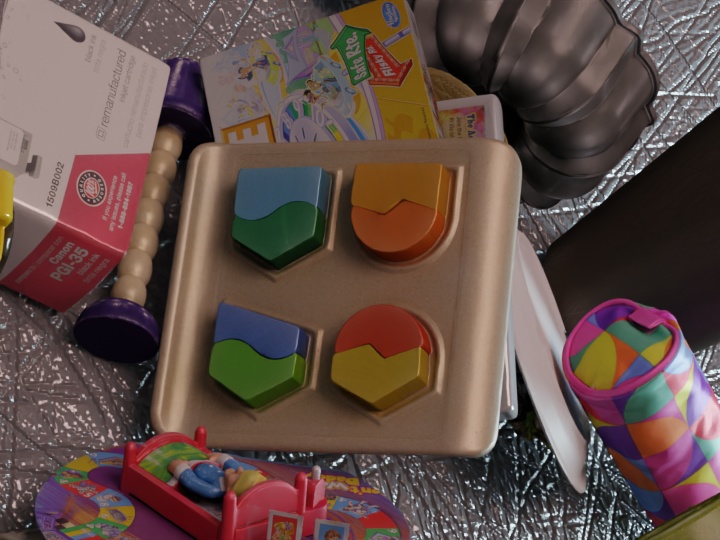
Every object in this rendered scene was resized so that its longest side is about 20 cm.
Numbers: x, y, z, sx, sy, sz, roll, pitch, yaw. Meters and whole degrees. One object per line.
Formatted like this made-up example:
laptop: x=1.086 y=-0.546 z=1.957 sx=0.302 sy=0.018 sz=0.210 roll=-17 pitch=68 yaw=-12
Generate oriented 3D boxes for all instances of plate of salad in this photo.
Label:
plate of salad: x=0.104 y=0.049 z=1.338 sx=0.200 sy=0.048 sz=0.202 roll=-18 pitch=90 yaw=-79

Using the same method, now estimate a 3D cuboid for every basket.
basket: x=0.234 y=-0.021 z=1.404 sx=0.136 sy=0.200 sz=0.181 roll=36 pitch=39 yaw=-27

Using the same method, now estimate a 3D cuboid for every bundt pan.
bundt pan: x=0.088 y=-0.115 z=1.344 sx=0.201 sy=0.202 sz=0.076 roll=38 pitch=58 yaw=-15

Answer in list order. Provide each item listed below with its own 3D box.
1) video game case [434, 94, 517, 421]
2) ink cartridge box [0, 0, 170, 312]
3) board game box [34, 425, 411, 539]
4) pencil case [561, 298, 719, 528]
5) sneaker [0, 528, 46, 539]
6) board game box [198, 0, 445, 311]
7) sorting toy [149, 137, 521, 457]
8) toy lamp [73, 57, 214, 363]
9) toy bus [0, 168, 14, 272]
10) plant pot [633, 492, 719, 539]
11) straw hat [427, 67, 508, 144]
video game case: x=0.000 y=0.000 z=1.243 sx=0.024 sy=0.181 sz=0.202 roll=52 pitch=34 yaw=-65
ink cartridge box: x=-0.222 y=-0.088 z=1.177 sx=0.199 sy=0.083 sz=0.147 roll=27 pitch=52 yaw=-24
board game box: x=-0.069 y=0.113 z=1.088 sx=0.198 sy=0.039 sz=0.158 roll=8 pitch=19 yaw=1
pencil case: x=0.200 y=0.105 z=1.352 sx=0.200 sy=0.088 sz=0.089 roll=55 pitch=37 yaw=-42
sneaker: x=-0.143 y=0.152 z=1.111 sx=0.085 sy=0.073 sz=0.200 roll=50 pitch=47 yaw=-7
board game box: x=-0.013 y=-0.053 z=1.233 sx=0.034 sy=0.134 sz=0.201 roll=52 pitch=23 yaw=-65
sorting toy: x=-0.015 y=0.010 z=1.172 sx=0.036 sy=0.198 sz=0.187 roll=53 pitch=41 yaw=-65
toy lamp: x=-0.125 y=-0.041 z=1.248 sx=0.058 sy=0.058 sz=0.201 roll=27 pitch=55 yaw=-24
toy bus: x=-0.255 y=0.047 z=1.005 sx=0.135 sy=0.200 sz=0.194 roll=8 pitch=69 yaw=-34
plant pot: x=0.231 y=0.241 z=1.271 sx=0.200 sy=0.200 sz=0.194 roll=-21 pitch=78 yaw=-43
straw hat: x=0.010 y=-0.025 z=1.308 sx=0.085 sy=0.200 sz=0.202 roll=50 pitch=26 yaw=-66
